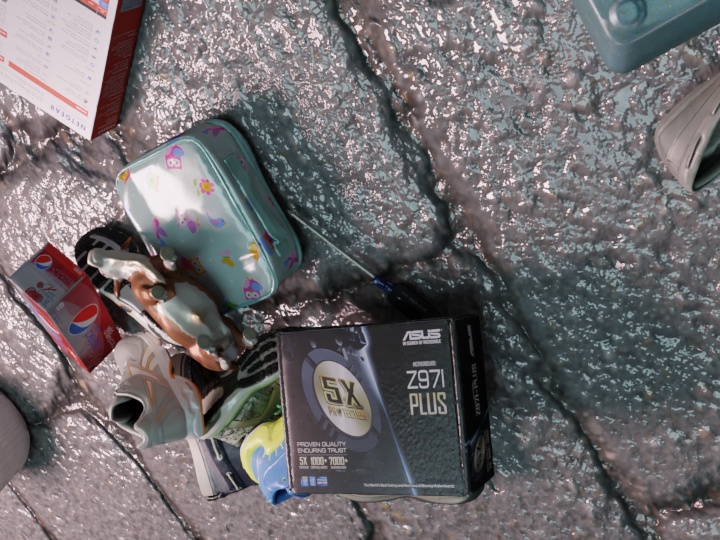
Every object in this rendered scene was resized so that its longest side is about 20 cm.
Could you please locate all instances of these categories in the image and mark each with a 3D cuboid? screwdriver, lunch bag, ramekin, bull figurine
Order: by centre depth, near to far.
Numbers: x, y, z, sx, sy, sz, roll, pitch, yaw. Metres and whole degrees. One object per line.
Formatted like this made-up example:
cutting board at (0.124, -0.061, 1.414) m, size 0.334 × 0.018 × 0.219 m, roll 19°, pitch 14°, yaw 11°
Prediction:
bull figurine at (-0.193, 0.032, 0.862) m, size 0.200 × 0.065 × 0.121 m, roll 42°, pitch 162°, yaw -13°
screwdriver at (0.000, 0.000, 0.874) m, size 0.198 × 0.028 × 0.029 m, roll 33°, pitch 98°, yaw 3°
lunch bag at (-0.158, -0.052, 0.898) m, size 0.159 × 0.077 × 0.202 m, roll -20°, pitch 107°, yaw 32°
ramekin at (-0.614, 0.263, 1.291) m, size 0.197 × 0.105 × 0.203 m, roll 12°, pitch 122°, yaw 20°

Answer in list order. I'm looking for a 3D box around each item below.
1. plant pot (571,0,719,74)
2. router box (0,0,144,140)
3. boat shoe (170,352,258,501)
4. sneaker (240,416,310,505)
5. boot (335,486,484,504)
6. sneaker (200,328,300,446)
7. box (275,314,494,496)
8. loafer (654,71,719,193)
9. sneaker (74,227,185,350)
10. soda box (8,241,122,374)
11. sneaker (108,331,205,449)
plant pot at (0.203, -0.242, 0.530) m, size 0.195 × 0.200 × 0.197 m, roll -25°, pitch 105°, yaw 35°
router box at (-0.337, -0.269, 0.883) m, size 0.199 × 0.049 × 0.181 m, roll 33°, pitch 127°, yaw 7°
boat shoe at (-0.177, 0.193, 1.061) m, size 0.091 × 0.075 × 0.203 m, roll -12°, pitch 107°, yaw 7°
sneaker at (-0.054, 0.195, 0.950) m, size 0.200 × 0.075 × 0.106 m, roll -46°, pitch 53°, yaw 25°
boot at (0.035, 0.182, 0.938) m, size 0.201 × 0.074 × 0.156 m, roll -2°, pitch 114°, yaw 22°
sneaker at (-0.114, 0.144, 0.991) m, size 0.199 × 0.077 × 0.088 m, roll -37°, pitch 126°, yaw 20°
box at (0.024, 0.134, 0.833) m, size 0.197 × 0.086 × 0.167 m, roll -5°, pitch 88°, yaw 26°
loafer at (0.304, -0.139, 0.609) m, size 0.069 × 0.070 × 0.201 m, roll 12°, pitch 136°, yaw -24°
sneaker at (-0.271, 0.028, 1.004) m, size 0.199 × 0.074 × 0.080 m, roll 41°, pitch 157°, yaw 14°
soda box at (-0.352, 0.051, 1.006) m, size 0.070 × 0.064 × 0.201 m, roll 37°, pitch 157°, yaw 13°
sneaker at (-0.262, 0.137, 0.972) m, size 0.199 × 0.091 × 0.077 m, roll 32°, pitch 127°, yaw 47°
